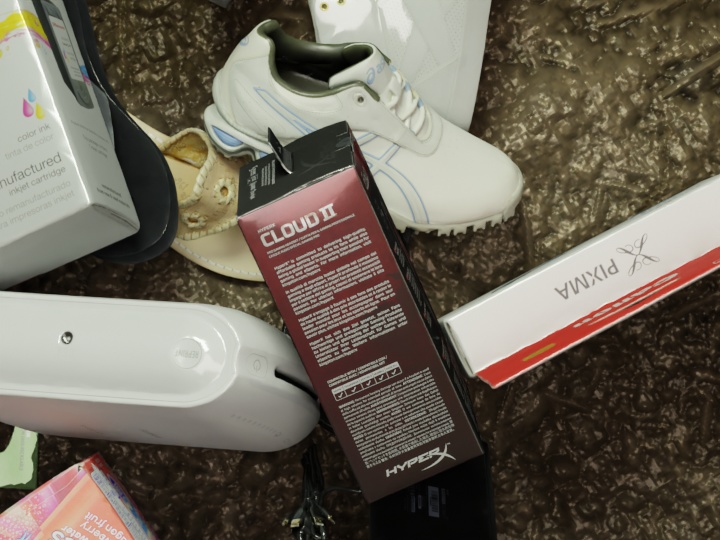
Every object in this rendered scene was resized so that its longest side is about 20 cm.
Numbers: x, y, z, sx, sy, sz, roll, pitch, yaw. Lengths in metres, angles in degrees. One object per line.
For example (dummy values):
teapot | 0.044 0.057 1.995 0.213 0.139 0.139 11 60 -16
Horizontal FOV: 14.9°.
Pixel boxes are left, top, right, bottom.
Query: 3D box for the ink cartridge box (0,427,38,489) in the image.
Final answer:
ink cartridge box | -0.295 0.081 1.659 0.199 0.059 0.104 2 87 -3

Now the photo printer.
photo printer | -0.125 0.060 1.588 0.199 0.166 0.070 3 78 17

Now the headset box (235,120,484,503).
headset box | -0.006 0.011 1.552 0.075 0.149 0.201 -24 103 3

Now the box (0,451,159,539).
box | -0.167 0.173 1.593 0.095 0.200 0.103 -34 91 -3

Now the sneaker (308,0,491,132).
sneaker | 0.023 -0.186 1.658 0.115 0.074 0.201 8 106 -1

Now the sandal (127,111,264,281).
sandal | -0.109 -0.053 1.666 0.211 0.070 0.078 26 88 -2

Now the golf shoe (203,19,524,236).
golf shoe | 0.010 -0.086 1.630 0.199 0.097 0.078 16 47 -8

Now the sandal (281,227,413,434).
sandal | 0.000 0.000 1.664 0.075 0.045 0.201 13 77 -11

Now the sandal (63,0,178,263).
sandal | -0.174 -0.090 1.641 0.076 0.043 0.201 -31 72 11

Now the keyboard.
keyboard | 0.017 0.138 1.611 0.127 0.200 0.021 12 113 -5

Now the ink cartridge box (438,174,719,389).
ink cartridge box | 0.145 0.003 1.625 0.200 0.176 0.045 -28 91 -4

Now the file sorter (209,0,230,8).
file sorter | -0.111 -0.256 1.610 0.124 0.200 0.139 24 88 2

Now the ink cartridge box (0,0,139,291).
ink cartridge box | -0.233 -0.091 1.590 0.147 0.086 0.201 -24 77 11
